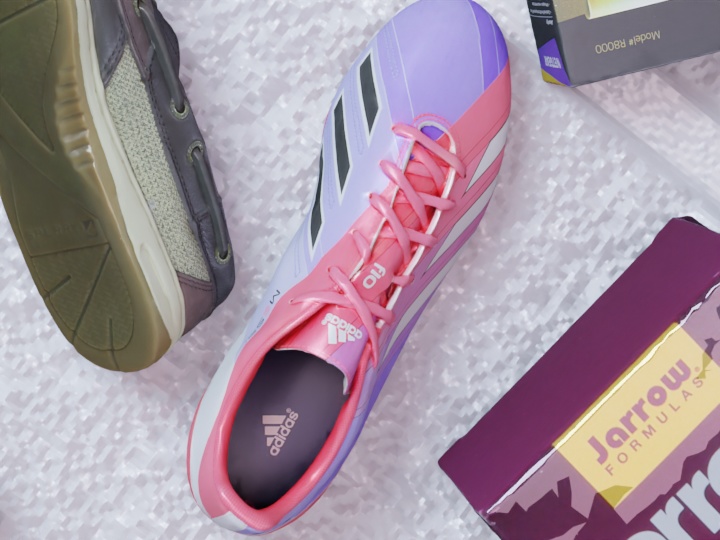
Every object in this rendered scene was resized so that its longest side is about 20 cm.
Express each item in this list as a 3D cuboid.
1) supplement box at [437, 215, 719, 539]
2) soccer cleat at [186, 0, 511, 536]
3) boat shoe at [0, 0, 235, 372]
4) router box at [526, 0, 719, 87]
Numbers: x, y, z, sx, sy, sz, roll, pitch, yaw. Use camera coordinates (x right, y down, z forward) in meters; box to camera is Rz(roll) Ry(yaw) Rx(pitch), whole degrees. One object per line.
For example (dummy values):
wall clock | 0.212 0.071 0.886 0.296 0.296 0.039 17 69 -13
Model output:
supplement box | 0.144 0.098 0.912 0.131 0.103 0.200 -45 99 1
soccer cleat | 0.000 0.000 0.895 0.066 0.076 0.201 28 92 -9
boat shoe | -0.094 -0.068 0.882 0.066 0.071 0.202 -33 111 -47
router box | 0.144 -0.163 0.909 0.199 0.052 0.158 -15 98 -6
